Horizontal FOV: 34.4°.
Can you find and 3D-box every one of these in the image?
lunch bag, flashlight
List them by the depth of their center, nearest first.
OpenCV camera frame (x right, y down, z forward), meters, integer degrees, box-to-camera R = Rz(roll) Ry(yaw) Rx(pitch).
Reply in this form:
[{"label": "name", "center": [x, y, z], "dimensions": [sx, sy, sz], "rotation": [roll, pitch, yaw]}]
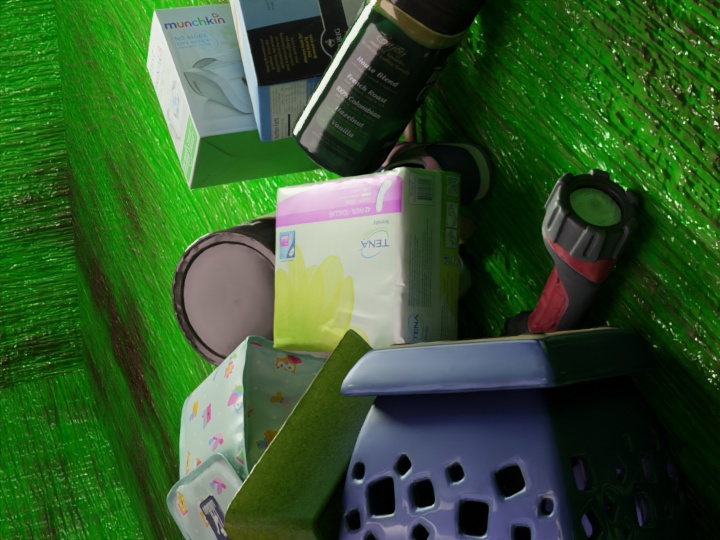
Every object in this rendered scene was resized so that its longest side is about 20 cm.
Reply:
[{"label": "flashlight", "center": [0.150, 0.012, 0.891], "dimensions": [0.200, 0.068, 0.068], "rotation": [108, 143, -50]}, {"label": "lunch bag", "center": [-0.105, 0.190, 1.119], "dimensions": [0.170, 0.122, 0.201], "rotation": [-42, 39, 50]}]

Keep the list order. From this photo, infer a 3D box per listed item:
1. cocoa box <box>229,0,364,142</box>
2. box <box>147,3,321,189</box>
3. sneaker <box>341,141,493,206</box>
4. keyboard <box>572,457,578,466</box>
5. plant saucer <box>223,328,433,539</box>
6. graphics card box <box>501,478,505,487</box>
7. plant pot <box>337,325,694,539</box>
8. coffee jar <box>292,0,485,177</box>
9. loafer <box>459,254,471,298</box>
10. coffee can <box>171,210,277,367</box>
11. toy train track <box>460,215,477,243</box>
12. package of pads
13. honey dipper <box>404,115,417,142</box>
[{"label": "cocoa box", "center": [-0.057, -0.249, 1.135], "dimensions": [0.133, 0.131, 0.201], "rotation": [100, 158, -73]}, {"label": "box", "center": [-0.110, -0.196, 1.257], "dimensions": [0.097, 0.199, 0.177], "rotation": [115, 140, -55]}, {"label": "sneaker", "center": [0.028, -0.083, 1.075], "dimensions": [0.200, 0.082, 0.070], "rotation": [-5, 102, 54]}, {"label": "keyboard", "center": [0.182, 0.211, 0.977], "dimensions": [0.127, 0.021, 0.201], "rotation": [-141, 44, -59]}, {"label": "plant saucer", "center": [0.002, 0.183, 0.881], "dimensions": [0.048, 0.200, 0.200], "rotation": [1, 129, 35]}, {"label": "graphics card box", "center": [0.089, 0.196, 1.057], "dimensions": [0.051, 0.125, 0.201], "rotation": [-128, 34, -51]}, {"label": "plant pot", "center": [0.106, 0.135, 0.827], "dimensions": [0.199, 0.200, 0.181], "rotation": [-7, 86, 37]}, {"label": "coffee jar", "center": [0.026, -0.179, 0.987], "dimensions": [0.085, 0.104, 0.200], "rotation": [36, 123, 4]}, {"label": "loafer", "center": [0.054, 0.011, 1.146], "dimensions": [0.070, 0.070, 0.200], "rotation": [57, 164, -19]}, {"label": "coffee can", "center": [-0.088, 0.012, 1.248], "dimensions": [0.146, 0.200, 0.147], "rotation": [5, 104, 22]}, {"label": "toy train track", "center": [0.031, -0.035, 1.131], "dimensions": [0.200, 0.115, 0.033], "rotation": [-8, 123, 51]}, {"label": "package of pads", "center": [0.000, 0.000, 0.990], "dimensions": [0.200, 0.068, 0.155], "rotation": [-5, 83, 53]}, {"label": "honey dipper", "center": [0.042, -0.182, 1.107], "dimensions": [0.038, 0.038, 0.201], "rotation": [-142, 44, -59]}]
